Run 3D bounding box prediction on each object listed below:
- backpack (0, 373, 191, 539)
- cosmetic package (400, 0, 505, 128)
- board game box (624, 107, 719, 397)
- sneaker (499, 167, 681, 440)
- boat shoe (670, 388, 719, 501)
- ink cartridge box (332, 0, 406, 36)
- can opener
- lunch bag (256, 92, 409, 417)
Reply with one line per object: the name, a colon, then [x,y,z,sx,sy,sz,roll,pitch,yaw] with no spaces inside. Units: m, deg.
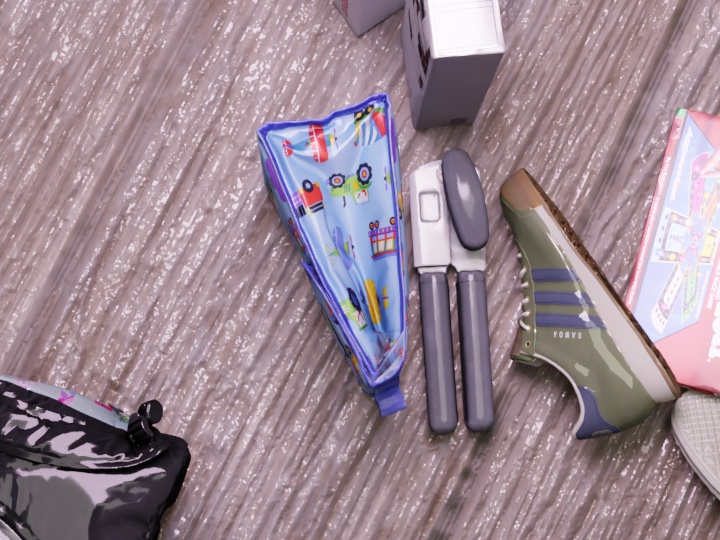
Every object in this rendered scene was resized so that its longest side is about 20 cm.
backpack: [-0.232,0.149,1.028,0.199,0.127,0.167,22,70,2]
cosmetic package: [0.059,-0.160,1.044,0.050,0.200,0.083,-5,82,-2]
board game box: [0.255,-0.013,1.108,0.103,0.019,0.201,14,81,17]
sneaker: [0.137,0.030,1.087,0.090,0.067,0.201,-36,73,12]
boat shoe: [0.294,0.165,1.079,0.075,0.062,0.200,-38,70,-22]
ink cartridge box: [0.008,-0.277,1.095,0.125,0.129,0.200,-34,84,-6]
can opener: [0.067,0.015,1.087,0.053,0.067,0.201,-3,82,-2]
lunch bag: [0.000,0.000,1.045,0.094,0.151,0.201,-15,83,-4]
